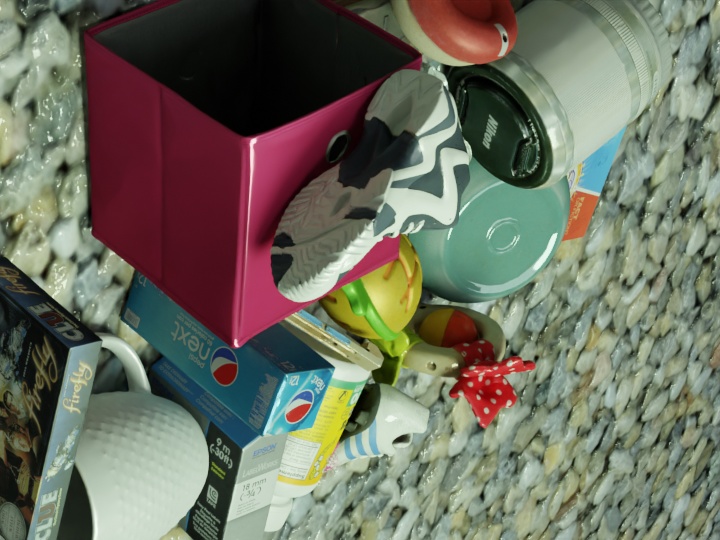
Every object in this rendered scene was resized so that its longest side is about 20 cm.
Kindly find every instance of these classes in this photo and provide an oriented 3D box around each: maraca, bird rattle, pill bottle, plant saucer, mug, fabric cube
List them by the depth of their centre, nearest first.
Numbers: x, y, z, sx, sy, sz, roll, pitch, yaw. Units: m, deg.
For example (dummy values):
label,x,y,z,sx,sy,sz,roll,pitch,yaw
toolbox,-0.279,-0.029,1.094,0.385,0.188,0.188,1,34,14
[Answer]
label,x,y,z,sx,sy,sz,roll,pitch,yaw
fabric cube,-0.089,-0.098,1.331,0.195,0.199,0.201,-28,139,-37
mug,-0.227,0.156,1.452,0.175,0.146,0.203,-17,102,-51
maraca,0.000,0.000,1.597,0.106,0.138,0.200,-26,165,10
pill bottle,-0.076,0.156,1.657,0.112,0.112,0.202,5,114,-54
bird rattle,0.093,0.078,1.751,0.163,0.198,0.114,-55,143,-58
plant saucer,0.148,-0.043,1.776,0.198,0.036,0.202,-13,125,-19

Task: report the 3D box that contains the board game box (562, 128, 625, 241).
label,x,y,z,sx,sy,sz,roll,pitch,yaw
board game box,0.209,-0.102,1.865,0.199,0.040,0.154,-12,128,-47

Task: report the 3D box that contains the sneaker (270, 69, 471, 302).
label,x,y,z,sx,sy,sz,roll,pitch,yaw
sneaker,0.021,-0.042,1.267,0.200,0.079,0.130,-60,142,-12

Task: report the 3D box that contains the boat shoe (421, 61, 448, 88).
label,x,y,z,sx,sy,sz,roll,pitch,yaw
boat shoe,0.025,-0.158,1.501,0.201,0.064,0.075,-5,109,-55

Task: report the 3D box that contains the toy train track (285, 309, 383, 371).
label,x,y,z,sx,sy,sz,roll,pitch,yaw
toy train track,-0.059,0.032,1.551,0.199,0.114,0.033,33,60,-21

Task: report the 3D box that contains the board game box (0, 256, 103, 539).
label,x,y,z,sx,sy,sz,roll,pitch,yaw
board game box,-0.280,0.110,1.328,0.034,0.135,0.202,-12,128,-46

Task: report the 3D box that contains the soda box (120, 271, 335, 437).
label,x,y,z,sx,sy,sz,roll,pitch,yaw
soda box,-0.118,0.063,1.436,0.067,0.199,0.065,-4,122,-50

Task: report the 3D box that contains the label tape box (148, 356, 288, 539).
label,x,y,z,sx,sy,sz,roll,pitch,yaw
label tape box,-0.138,0.146,1.539,0.063,0.144,0.202,-15,130,-42

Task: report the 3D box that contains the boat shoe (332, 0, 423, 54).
label,x,y,z,sx,sy,sz,roll,pitch,yaw
boat shoe,0.007,-0.224,1.466,0.199,0.071,0.077,-22,127,-56

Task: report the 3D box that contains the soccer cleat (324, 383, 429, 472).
label,x,y,z,sx,sy,sz,roll,pitch,yaw
soccer cleat,0.002,0.177,1.727,0.200,0.086,0.071,-38,-144,56

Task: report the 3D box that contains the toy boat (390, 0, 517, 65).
label,x,y,z,sx,sy,sz,roll,pitch,yaw
toy boat,0.097,-0.280,1.411,0.130,0.130,0.202,-19,99,-52

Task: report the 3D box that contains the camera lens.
label,x,y,z,sx,sy,sz,roll,pitch,yaw
camera lens,0.197,-0.190,1.658,0.199,0.159,0.161,-37,144,-25
